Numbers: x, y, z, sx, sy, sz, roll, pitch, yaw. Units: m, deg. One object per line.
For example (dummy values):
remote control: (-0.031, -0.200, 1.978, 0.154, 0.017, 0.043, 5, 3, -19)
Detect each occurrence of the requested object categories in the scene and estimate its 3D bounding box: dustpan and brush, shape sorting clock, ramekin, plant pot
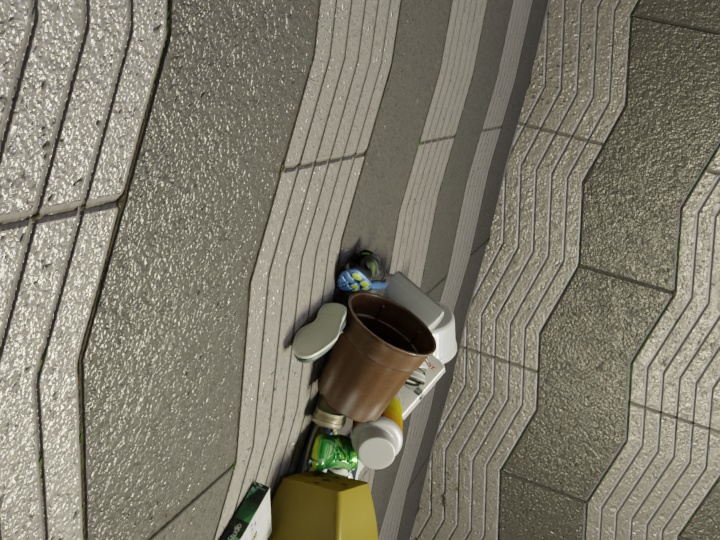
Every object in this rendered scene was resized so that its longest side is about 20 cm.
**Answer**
dustpan and brush: (0.080, 0.118, 1.787, 0.201, 0.139, 0.057, -55, 163, 14)
shape sorting clock: (-0.088, 0.401, 1.838, 0.200, 0.039, 0.202, 17, 90, -75)
ramekin: (0.149, 0.153, 2.133, 0.201, 0.198, 0.099, -49, 145, -56)
plant pot: (-0.077, 0.504, 1.671, 0.199, 0.198, 0.179, 13, 84, -62)
plant pot: (0.019, 0.182, 1.687, 0.199, 0.199, 0.200, -60, 170, 21)

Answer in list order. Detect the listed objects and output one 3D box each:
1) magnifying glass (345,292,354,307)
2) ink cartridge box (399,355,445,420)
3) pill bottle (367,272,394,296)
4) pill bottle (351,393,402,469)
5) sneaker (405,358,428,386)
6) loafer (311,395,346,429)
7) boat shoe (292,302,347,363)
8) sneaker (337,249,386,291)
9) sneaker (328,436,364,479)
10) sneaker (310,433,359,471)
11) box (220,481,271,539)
magnifying glass: (-0.013, 0.071, 1.787, 0.080, 0.022, 0.202, 72, 37, -64)
ink cartridge box: (0.084, 0.257, 1.967, 0.200, 0.145, 0.084, -48, 165, -5)
pill bottle: (0.076, 0.071, 1.918, 0.200, 0.118, 0.121, 13, 94, -75)
pill bottle: (0.036, 0.331, 1.788, 0.200, 0.108, 0.111, -85, -175, -67)
sneaker: (0.065, 0.177, 1.897, 0.076, 0.199, 0.117, -39, -148, 62)
loafer: (-0.053, 0.272, 1.775, 0.200, 0.075, 0.069, -54, 156, -74)
boat shoe: (-0.071, 0.127, 1.545, 0.200, 0.072, 0.063, -55, 154, -62)
sneaker: (0.000, 0.000, 1.702, 0.199, 0.070, 0.084, 3, 80, -71)
sneaker: (-0.030, 0.496, 2.071, 0.199, 0.079, 0.131, -21, 128, -71)
sneaker: (-0.045, 0.383, 1.771, 0.200, 0.083, 0.075, 6, 93, -67)
box: (-0.217, 0.499, 1.492, 0.201, 0.036, 0.146, -59, 159, -46)
